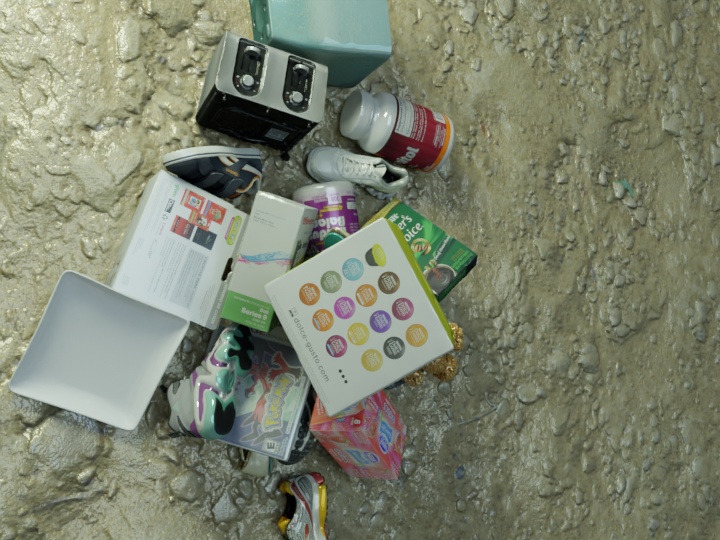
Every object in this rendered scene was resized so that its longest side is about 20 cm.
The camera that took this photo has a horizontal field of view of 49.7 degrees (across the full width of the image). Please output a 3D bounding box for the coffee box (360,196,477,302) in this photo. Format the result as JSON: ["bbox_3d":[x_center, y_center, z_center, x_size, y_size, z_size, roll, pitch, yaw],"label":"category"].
[{"bbox_3d":[0.097,-0.037,1.407,0.199,0.044,0.123,38,63,23],"label":"coffee box"}]

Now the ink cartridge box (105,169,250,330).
[{"bbox_3d":[-0.282,-0.025,1.224,0.174,0.084,0.202,26,73,-24],"label":"ink cartridge box"}]

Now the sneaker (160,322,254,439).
[{"bbox_3d":[-0.251,0.169,1.211,0.078,0.138,0.202,57,34,-39],"label":"sneaker"}]

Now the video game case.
[{"bbox_3d":[-0.173,0.183,1.252,0.180,0.023,0.203,15,76,6],"label":"video game case"}]

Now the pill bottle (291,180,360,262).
[{"bbox_3d":[-0.052,-0.046,1.346,0.111,0.112,0.203,-9,90,-30],"label":"pill bottle"}]

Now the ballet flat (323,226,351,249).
[{"bbox_3d":[0.000,0.000,1.287,0.201,0.067,0.063,63,39,-28],"label":"ballet flat"}]

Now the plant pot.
[{"bbox_3d":[-0.081,-0.435,1.327,0.197,0.196,0.199,-5,88,-22],"label":"plant pot"}]

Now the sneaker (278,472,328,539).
[{"bbox_3d":[-0.102,0.444,1.301,0.081,0.078,0.203,3,75,-26],"label":"sneaker"}]

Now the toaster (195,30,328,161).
[{"bbox_3d":[-0.163,-0.281,1.269,0.179,0.200,0.120,15,75,-20],"label":"toaster"}]

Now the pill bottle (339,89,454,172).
[{"bbox_3d":[0.066,-0.260,1.435,0.198,0.113,0.115,15,78,-28],"label":"pill bottle"}]

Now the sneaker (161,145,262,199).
[{"bbox_3d":[-0.227,-0.155,1.246,0.199,0.078,0.081,-10,90,-53],"label":"sneaker"}]

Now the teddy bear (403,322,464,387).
[{"bbox_3d":[0.095,0.119,1.285,0.199,0.067,0.146,39,80,-28],"label":"teddy bear"}]

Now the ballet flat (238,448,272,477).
[{"bbox_3d":[-0.170,0.238,1.282,0.069,0.069,0.203,9,81,-29],"label":"ballet flat"}]

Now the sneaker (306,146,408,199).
[{"bbox_3d":[-0.002,-0.184,1.408,0.198,0.081,0.076,9,82,-28],"label":"sneaker"}]

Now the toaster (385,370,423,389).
[{"bbox_3d":[0.048,0.138,1.378,0.199,0.129,0.115,-29,99,-30],"label":"toaster"}]

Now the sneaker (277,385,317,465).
[{"bbox_3d":[-0.103,0.224,1.302,0.076,0.089,0.203,14,75,-8],"label":"sneaker"}]

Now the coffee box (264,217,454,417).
[{"bbox_3d":[0.009,0.060,1.122,0.196,0.200,0.202,-29,87,7],"label":"coffee box"}]

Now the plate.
[{"bbox_3d":[-0.384,0.119,1.149,0.198,0.032,0.202,25,98,-26],"label":"plate"}]

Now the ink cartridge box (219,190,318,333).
[{"bbox_3d":[-0.142,-0.016,1.233,0.086,0.145,0.203,16,94,3],"label":"ink cartridge box"}]

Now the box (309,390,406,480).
[{"bbox_3d":[0.000,0.264,1.295,0.201,0.093,0.104,61,34,-48],"label":"box"}]
